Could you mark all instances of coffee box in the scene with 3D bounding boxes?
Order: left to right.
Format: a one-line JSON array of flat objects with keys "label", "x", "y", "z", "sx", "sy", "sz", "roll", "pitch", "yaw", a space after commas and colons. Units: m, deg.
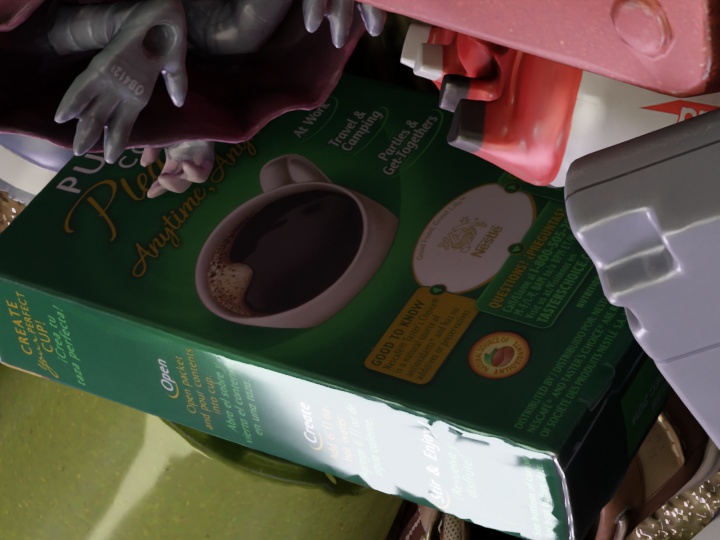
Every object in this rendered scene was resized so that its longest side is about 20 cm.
[{"label": "coffee box", "x": 0.000, "y": 0.000, "z": 0.774, "sx": 0.199, "sy": 0.123, "sz": 0.044, "roll": 15, "pitch": 139, "yaw": 28}]

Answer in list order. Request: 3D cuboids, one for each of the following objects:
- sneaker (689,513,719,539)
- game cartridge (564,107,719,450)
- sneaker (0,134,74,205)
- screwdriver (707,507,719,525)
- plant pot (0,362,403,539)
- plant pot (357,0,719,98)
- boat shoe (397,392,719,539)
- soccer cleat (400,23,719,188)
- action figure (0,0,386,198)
[{"label": "sneaker", "x": 0.147, "y": 0.097, "z": 0.714, "sx": 0.200, "sy": 0.075, "sz": 0.105, "roll": -49, "pitch": 63, "yaw": 40}, {"label": "game cartridge", "x": 0.140, "y": 0.015, "z": 0.565, "sx": 0.132, "sy": 0.041, "sz": 0.200, "roll": -16, "pitch": 143, "yaw": 21}, {"label": "sneaker", "x": -0.142, "y": -0.103, "z": 0.928, "sx": 0.199, "sy": 0.070, "sz": 0.082, "roll": 35, "pitch": 121, "yaw": 23}, {"label": "screwdriver", "x": 0.151, "y": 0.035, "z": 0.751, "sx": 0.028, "sy": 0.029, "sz": 0.200, "roll": 46, "pitch": 137, "yaw": 9}, {"label": "plant pot", "x": -0.065, "y": 0.078, "z": 0.903, "sx": 0.200, "sy": 0.200, "sz": 0.190, "roll": 44, "pitch": 133, "yaw": 11}, {"label": "plant pot", "x": 0.060, "y": -0.148, "z": 0.549, "sx": 0.199, "sy": 0.176, "sz": 0.201, "roll": 21, "pitch": 135, "yaw": 36}, {"label": "boat shoe", "x": 0.047, "y": 0.079, "z": 0.854, "sx": 0.076, "sy": 0.072, "sz": 0.200, "roll": 45, "pitch": 144, "yaw": 9}, {"label": "soccer cleat", "x": 0.060, "y": -0.061, "z": 0.664, "sx": 0.085, "sy": 0.200, "sz": 0.069, "roll": 12, "pitch": 106, "yaw": -6}, {"label": "action figure", "x": -0.084, "y": -0.096, "z": 0.730, "sx": 0.200, "sy": 0.133, "sz": 0.150, "roll": 36, "pitch": 114, "yaw": 57}]
